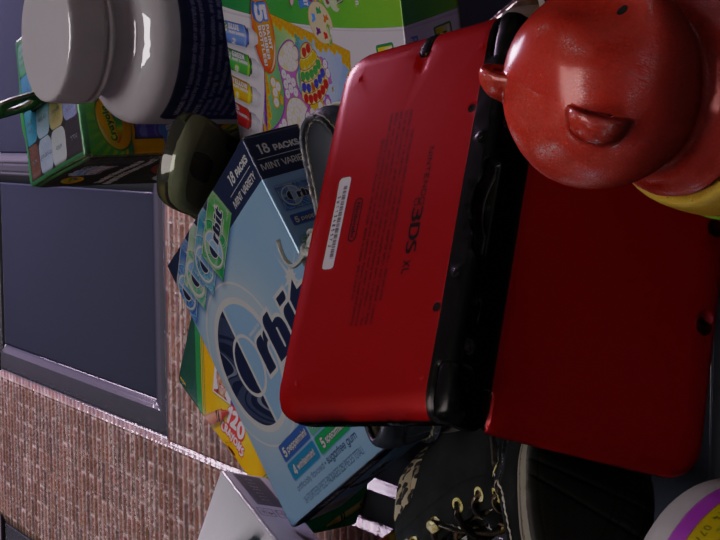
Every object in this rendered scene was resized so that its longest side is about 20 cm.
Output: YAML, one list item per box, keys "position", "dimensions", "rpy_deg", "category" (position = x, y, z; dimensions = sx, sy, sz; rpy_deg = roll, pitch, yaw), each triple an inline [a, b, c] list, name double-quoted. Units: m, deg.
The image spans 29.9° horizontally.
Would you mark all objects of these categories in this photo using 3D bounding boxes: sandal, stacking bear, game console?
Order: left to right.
- position: [-0.082, -0.060, 0.931]
  dimensions: [0.057, 0.201, 0.080]
  rpy_deg: [9, 92, 13]
  category: "sandal"
- position: [0.071, -0.008, 0.661]
  dimensions: [0.172, 0.119, 0.200]
  rpy_deg: [-8, 64, 45]
  category: "game console"
- position: [0.144, -0.074, 0.547]
  dimensions: [0.121, 0.200, 0.114]
  rpy_deg: [44, 128, 45]
  category: "stacking bear"

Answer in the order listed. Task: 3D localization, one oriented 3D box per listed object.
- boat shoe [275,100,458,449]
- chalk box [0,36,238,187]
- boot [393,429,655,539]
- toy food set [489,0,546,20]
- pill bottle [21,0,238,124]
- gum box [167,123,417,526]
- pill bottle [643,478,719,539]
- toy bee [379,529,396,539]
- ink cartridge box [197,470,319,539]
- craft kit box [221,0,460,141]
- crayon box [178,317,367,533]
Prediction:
- position: [0.000, 0.000, 0.732]
  dimensions: [0.075, 0.062, 0.200]
  rpy_deg: [-41, 63, 61]
  category: "boat shoe"
- position: [-0.192, -0.136, 1.047]
  dimensions: [0.125, 0.200, 0.124]
  rpy_deg: [-15, 81, 56]
  category: "chalk box"
- position: [0.078, 0.125, 0.711]
  dimensions: [0.154, 0.073, 0.204]
  rpy_deg: [-53, 17, 34]
  category: "boot"
- position: [0.065, -0.076, 0.785]
  dimensions: [0.200, 0.060, 0.144]
  rpy_deg: [-35, 64, 57]
  category: "toy food set"
- position: [-0.126, -0.161, 0.945]
  dimensions: [0.120, 0.200, 0.120]
  rpy_deg: [8, 100, 55]
  category: "pill bottle"
- position: [-0.041, 0.039, 0.842]
  dimensions: [0.200, 0.044, 0.170]
  rpy_deg: [62, 148, 15]
  category: "gum box"
- position: [0.213, 0.160, 0.554]
  dimensions: [0.200, 0.104, 0.105]
  rpy_deg: [15, 106, 55]
  category: "pill bottle"
- position: [0.025, 0.262, 0.846]
  dimensions: [0.200, 0.109, 0.131]
  rpy_deg: [53, 132, 40]
  category: "toy bee"
- position: [-0.069, 0.250, 0.880]
  dimensions: [0.200, 0.043, 0.174]
  rpy_deg: [34, 106, 60]
  category: "ink cartridge box"
- position: [-0.013, -0.117, 0.803]
  dimensions: [0.197, 0.048, 0.200]
  rpy_deg: [15, 117, 51]
  category: "craft kit box"
- position: [-0.060, 0.084, 0.998]
  dimensions: [0.200, 0.058, 0.119]
  rpy_deg: [45, 129, 45]
  category: "crayon box"
